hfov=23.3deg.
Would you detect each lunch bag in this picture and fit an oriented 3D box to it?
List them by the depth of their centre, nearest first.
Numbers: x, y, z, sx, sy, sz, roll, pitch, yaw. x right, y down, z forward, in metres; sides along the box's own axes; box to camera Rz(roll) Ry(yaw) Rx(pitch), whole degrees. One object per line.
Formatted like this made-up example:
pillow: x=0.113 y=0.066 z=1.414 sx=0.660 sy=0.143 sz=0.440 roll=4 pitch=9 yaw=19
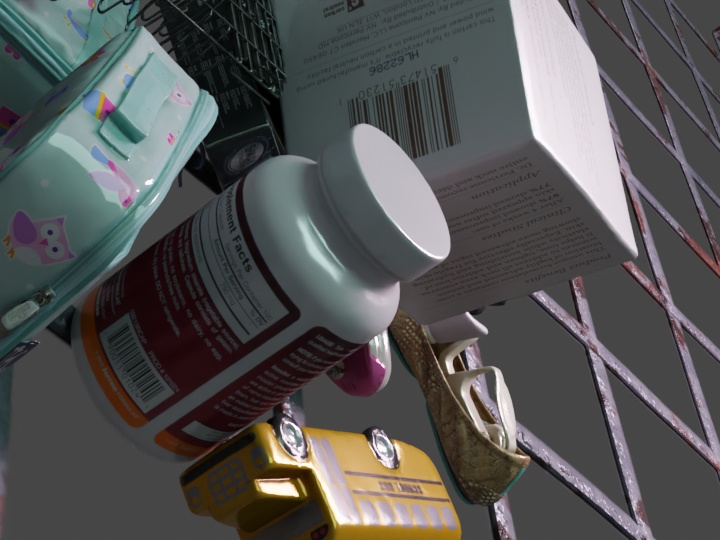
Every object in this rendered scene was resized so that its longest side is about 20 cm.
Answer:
lunch bag: x=-0.151 y=-0.036 z=0.866 sx=0.077 sy=0.160 sz=0.200 roll=48 pitch=22 yaw=-16
lunch bag: x=-0.202 y=-0.171 z=1.038 sx=0.160 sy=0.077 sz=0.201 roll=43 pitch=26 yaw=-28

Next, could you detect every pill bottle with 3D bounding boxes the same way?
pill bottle: x=-0.053 y=0.011 z=0.952 sx=0.113 sy=0.199 sz=0.113 roll=44 pitch=24 yaw=-27

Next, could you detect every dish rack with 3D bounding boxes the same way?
dish rack: x=-0.120 y=-0.183 z=1.035 sx=0.200 sy=0.054 sz=0.154 roll=38 pitch=31 yaw=-42

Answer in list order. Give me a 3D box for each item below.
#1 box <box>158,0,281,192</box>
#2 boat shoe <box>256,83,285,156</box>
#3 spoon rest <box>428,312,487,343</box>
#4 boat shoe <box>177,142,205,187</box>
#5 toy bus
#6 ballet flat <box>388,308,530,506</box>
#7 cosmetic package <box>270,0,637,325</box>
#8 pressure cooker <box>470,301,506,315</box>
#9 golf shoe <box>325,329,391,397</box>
box: x=-0.090 y=-0.115 z=1.169 sx=0.161 sy=0.043 sz=0.201 roll=73 pitch=-3 yaw=-55
boat shoe: x=-0.026 y=-0.087 z=1.328 sx=0.059 sy=0.072 sz=0.201 roll=-12 pitch=72 yaw=-51
spoon rest: x=0.059 y=-0.052 z=1.275 sx=0.061 sy=0.098 sz=0.202 roll=32 pitch=50 yaw=-64
boat shoe: x=-0.133 y=-0.068 z=1.070 sx=0.084 sy=0.068 sz=0.201 roll=46 pitch=23 yaw=-24
toy bus: x=-0.020 y=0.138 z=1.028 sx=0.200 sy=0.065 sz=0.079 roll=16 pitch=46 yaw=-59
ballet flat: x=0.070 y=0.076 z=1.300 sx=0.070 sy=0.065 sz=0.201 roll=13 pitch=47 yaw=-63
cosmetic package: x=0.062 y=-0.090 z=1.140 sx=0.200 sy=0.166 sz=0.168 roll=40 pitch=37 yaw=-56
pressure cooker: x=0.098 y=-0.077 z=1.426 sx=0.200 sy=0.175 sz=0.180 roll=32 pitch=28 yaw=-47
golf shoe: x=0.000 y=0.000 z=1.219 sx=0.091 sy=0.075 sz=0.201 roll=7 pitch=50 yaw=-31
